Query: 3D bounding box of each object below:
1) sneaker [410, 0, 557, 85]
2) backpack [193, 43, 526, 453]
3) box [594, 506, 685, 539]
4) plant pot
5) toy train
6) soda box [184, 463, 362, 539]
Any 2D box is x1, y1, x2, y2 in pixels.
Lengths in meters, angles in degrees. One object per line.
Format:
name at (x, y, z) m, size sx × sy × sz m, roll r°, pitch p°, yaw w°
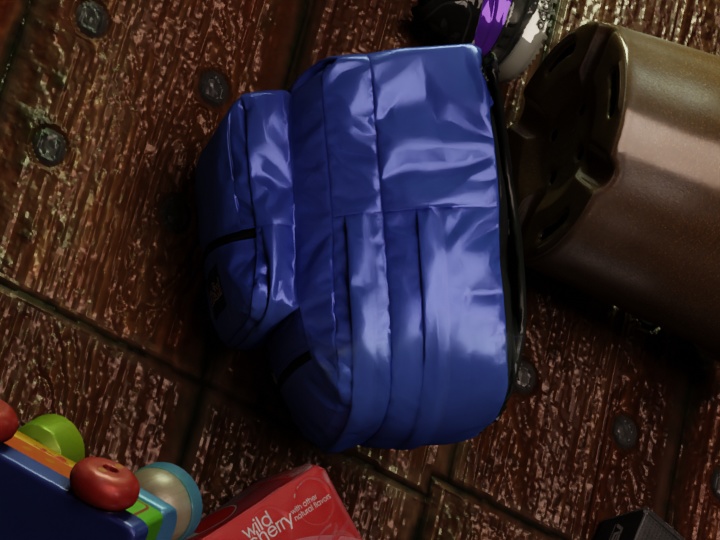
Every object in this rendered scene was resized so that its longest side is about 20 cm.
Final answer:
sneaker at (0.075, -0.222, 1.521) m, size 0.099 × 0.069 × 0.201 m, roll 23°, pitch 62°, yaw -26°
backpack at (0.000, 0.000, 1.343) m, size 0.167 × 0.163 × 0.201 m, roll -8°, pitch 79°, yaw -8°
box at (0.175, 0.267, 1.453) m, size 0.160 × 0.044 × 0.200 m, roll 42°, pitch 55°, yaw -19°
plant pot at (0.199, -0.047, 1.491) m, size 0.198 × 0.200 × 0.201 m, roll 19°, pitch 65°, yaw -21°
toy train at (-0.180, 0.094, 1.227) m, size 0.199 × 0.085 × 0.116 m, roll 27°, pitch 15°, yaw 16°
soda box at (-0.088, 0.176, 1.277) m, size 0.200 × 0.063 × 0.070 m, roll -31°, pitch 95°, yaw -38°
